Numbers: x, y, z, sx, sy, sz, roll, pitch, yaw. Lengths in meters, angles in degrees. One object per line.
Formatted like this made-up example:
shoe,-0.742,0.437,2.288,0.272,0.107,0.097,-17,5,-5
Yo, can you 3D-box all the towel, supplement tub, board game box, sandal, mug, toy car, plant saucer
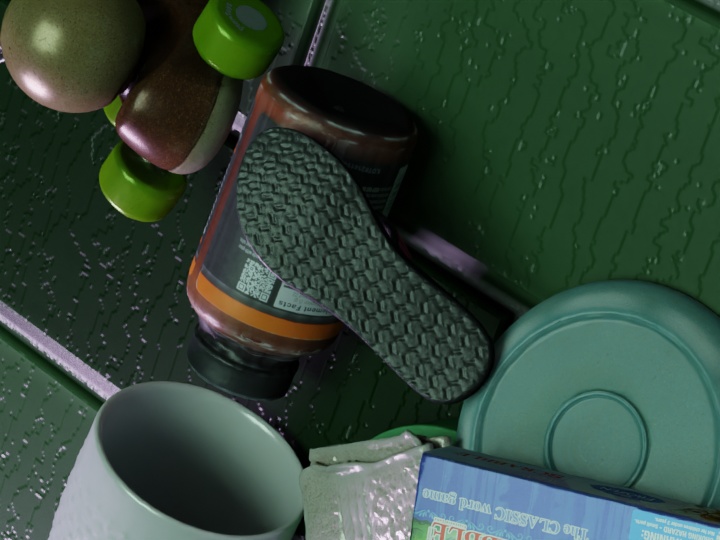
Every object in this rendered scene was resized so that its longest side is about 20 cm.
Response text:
towel,0.022,0.198,1.520,0.132,0.034,0.201,-15,85,51
supplement tub,-0.045,-0.020,1.593,0.107,0.107,0.201,37,115,32
board game box,0.114,0.216,1.408,0.199,0.041,0.201,11,98,29
sandal,0.000,0.000,1.507,0.075,0.045,0.200,-44,84,7
mug,-0.115,0.201,1.644,0.200,0.147,0.176,40,124,22
toy car,-0.173,-0.154,1.609,0.164,0.199,0.158,-53,27,35
plant saucer,0.140,0.102,1.459,0.199,0.027,0.201,-6,77,26

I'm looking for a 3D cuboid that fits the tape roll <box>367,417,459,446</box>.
tape roll,0.056,0.193,1.560,0.200,0.048,0.202,3,95,39
